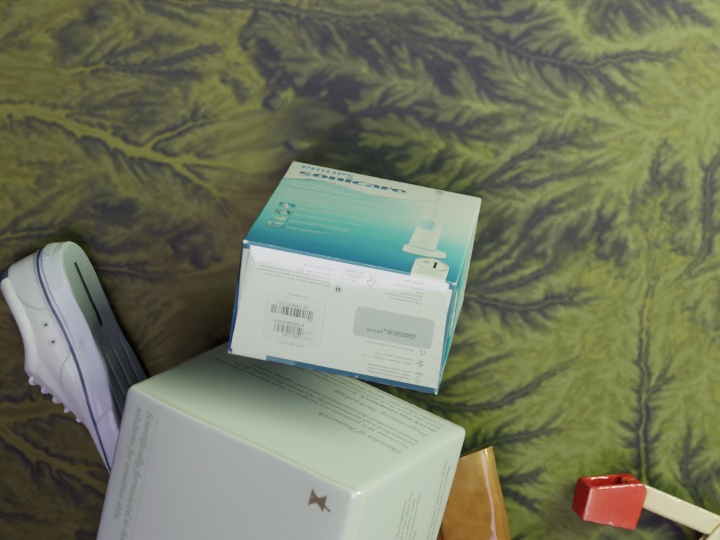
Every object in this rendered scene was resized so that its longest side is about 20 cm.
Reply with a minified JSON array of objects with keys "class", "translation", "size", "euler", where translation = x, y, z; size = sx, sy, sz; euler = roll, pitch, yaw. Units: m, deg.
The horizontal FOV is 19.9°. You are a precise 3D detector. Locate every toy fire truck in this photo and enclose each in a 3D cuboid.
[{"class":"toy fire truck","translation":[0.254,0.234,1.544],"size":[0.200,0.049,0.141],"euler":[9,92,-6]}]

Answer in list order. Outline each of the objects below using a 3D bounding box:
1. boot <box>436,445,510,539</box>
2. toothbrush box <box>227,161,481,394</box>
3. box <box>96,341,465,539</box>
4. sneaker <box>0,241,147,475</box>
[{"class":"boot","translation":[0.120,0.227,1.525],"size":[0.188,0.068,0.200],"euler":[-15,89,37]},{"class":"toothbrush box","translation":[0.000,0.000,1.431],"size":[0.146,0.200,0.085],"euler":[11,111,4]},{"class":"box","translation":[-0.064,0.184,1.490],"size":[0.200,0.171,0.199],"euler":[23,112,22]},{"class":"sneaker","translation":[-0.214,0.077,1.563],"size":[0.071,0.073,0.200],"euler":[-17,96,23]}]
